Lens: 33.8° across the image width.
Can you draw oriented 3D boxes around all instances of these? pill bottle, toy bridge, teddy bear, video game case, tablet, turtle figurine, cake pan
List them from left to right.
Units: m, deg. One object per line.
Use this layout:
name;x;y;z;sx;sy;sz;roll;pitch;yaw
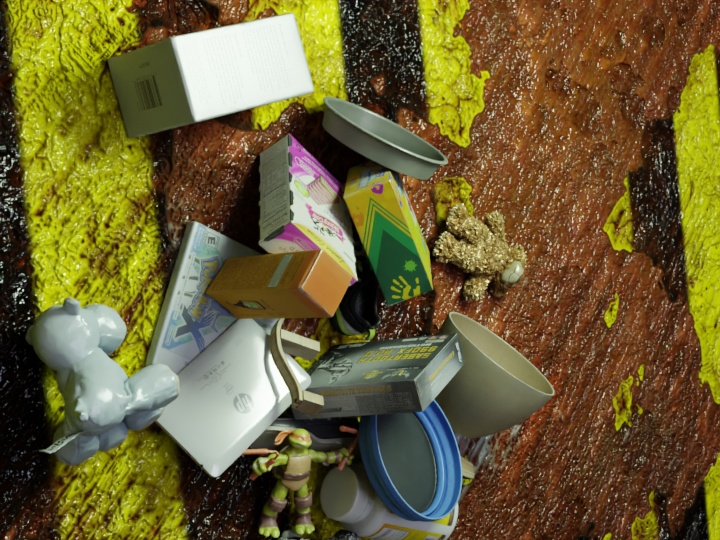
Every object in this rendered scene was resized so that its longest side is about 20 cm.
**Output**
video game case;-0.183;0.060;1.581;0.182;0.022;0.200;27;69;-39
tablet;-0.167;0.159;1.527;0.130;0.014;0.200;44;55;3
turtle figurine;-0.099;0.275;1.589;0.200;0.064;0.162;-3;113;-39
toy bridge;-0.087;0.098;1.578;0.067;0.027;0.200;20;42;-26
cake pan;0.029;-0.187;1.693;0.200;0.200;0.037;15;109;-41
pill bottle;0.040;0.336;1.711;0.200;0.109;0.109;22;73;-40
teddy bear;0.198;-0.026;1.907;0.200;0.067;0.145;50;59;-28

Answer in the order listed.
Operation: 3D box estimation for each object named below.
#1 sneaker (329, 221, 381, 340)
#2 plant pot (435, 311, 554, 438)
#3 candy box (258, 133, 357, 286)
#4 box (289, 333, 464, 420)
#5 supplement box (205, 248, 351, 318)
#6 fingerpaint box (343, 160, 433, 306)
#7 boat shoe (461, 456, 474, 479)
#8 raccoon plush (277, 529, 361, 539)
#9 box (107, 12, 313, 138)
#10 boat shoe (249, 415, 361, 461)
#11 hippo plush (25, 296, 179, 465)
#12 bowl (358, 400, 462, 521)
sneaker;0.000;0.000;1.711;0.072;0.083;0.200;-8;93;-43
plant pot;0.177;0.177;1.816;0.200;0.200;0.135;27;105;-38
candy box;-0.072;-0.074;1.598;0.136;0.061;0.200;42;27;-33
box;0.021;0.144;1.618;0.158;0.200;0.048;-37;116;-57
supplement box;-0.106;0.019;1.503;0.067;0.200;0.069;43;59;-32
fingerpaint box;0.039;-0.062;1.682;0.200;0.073;0.167;-85;154;-73
boat shoe;0.108;0.263;1.803;0.200;0.071;0.065;34;66;-35
raccoon plush;-0.043;0.425;1.593;0.134;0.200;0.097;-3;123;-42
box;-0.189;-0.248;1.505;0.200;0.152;0.107;-23;102;-42
boat shoe;-0.076;0.225;1.653;0.200;0.073;0.063;12;44;-35
hippo plush;-0.332;0.125;1.387;0.161;0.159;0.200;56;31;13
bowl;0.069;0.255;1.661;0.201;0.039;0.201;34;43;-40
